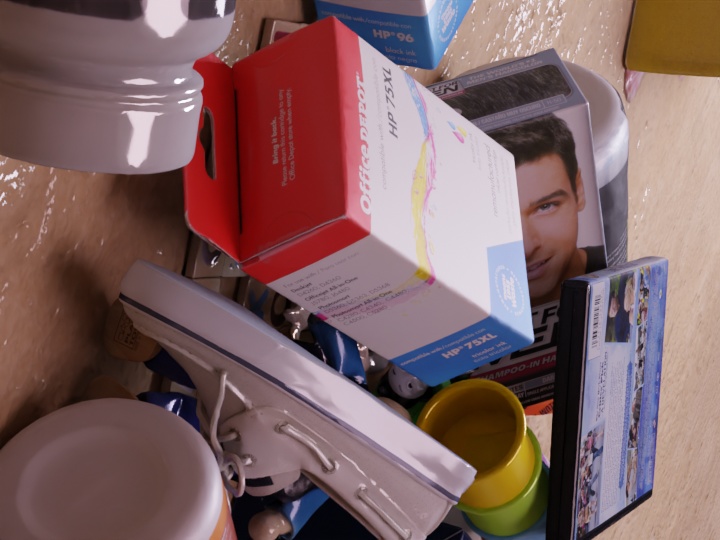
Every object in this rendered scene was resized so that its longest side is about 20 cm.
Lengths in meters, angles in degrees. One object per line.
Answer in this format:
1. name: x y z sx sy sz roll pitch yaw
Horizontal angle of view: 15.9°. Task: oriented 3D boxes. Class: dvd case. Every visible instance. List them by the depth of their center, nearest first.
1. dvd case: 0.137 0.070 1.420 0.200 0.017 0.144 -12 107 -71

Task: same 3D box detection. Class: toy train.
1. toy train: 0.016 0.085 1.412 0.200 0.056 0.042 121 -49 -63

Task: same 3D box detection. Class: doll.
1. doll: -0.042 0.064 1.263 0.199 0.048 0.137 20 85 -44

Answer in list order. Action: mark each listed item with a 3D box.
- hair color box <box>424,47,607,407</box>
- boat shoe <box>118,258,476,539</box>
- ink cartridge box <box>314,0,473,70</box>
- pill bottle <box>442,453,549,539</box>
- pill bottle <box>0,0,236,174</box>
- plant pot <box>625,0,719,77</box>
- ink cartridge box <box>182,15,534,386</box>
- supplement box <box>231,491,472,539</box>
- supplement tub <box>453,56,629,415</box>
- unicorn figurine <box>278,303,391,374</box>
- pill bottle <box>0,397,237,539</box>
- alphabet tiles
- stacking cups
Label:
1. hair color box: 0.082 -0.016 1.439 0.061 0.098 0.201 -114 -170 -51
2. boat shoe: -0.044 0.076 1.184 0.202 0.075 0.086 35 88 -30
3. ink cartridge box: 0.017 -0.216 1.301 0.201 0.067 0.116 78 31 -46
4. pill bottle: 0.070 0.148 1.604 0.113 0.112 0.200 -69 157 -15
5. pill bottle: -0.100 -0.146 1.007 0.113 0.112 0.201 -22 124 -63
6. plant pot: 0.324 -0.232 1.895 0.200 0.175 0.201 -14 115 -66
7. ink cartridge box: -0.001 -0.039 1.243 0.200 0.067 0.117 33 43 -46
8. supplement box: -0.008 0.246 1.441 0.200 0.133 0.201 54 53 -63
9. supplement tub: 0.102 -0.018 1.562 0.123 0.122 0.201 -52 148 -45
10. unicorn figurine: 0.000 0.000 1.374 0.137 0.073 0.201 -30 133 -55
11. pill bottle: -0.104 0.162 1.188 0.112 0.112 0.201 -58 153 -36
12. alphabet tiles: -0.047 -0.030 1.349 0.167 0.008 0.201 -3 106 -67
13. stacking cups: 0.082 0.133 1.382 0.061 0.060 0.200 -65 152 -24
